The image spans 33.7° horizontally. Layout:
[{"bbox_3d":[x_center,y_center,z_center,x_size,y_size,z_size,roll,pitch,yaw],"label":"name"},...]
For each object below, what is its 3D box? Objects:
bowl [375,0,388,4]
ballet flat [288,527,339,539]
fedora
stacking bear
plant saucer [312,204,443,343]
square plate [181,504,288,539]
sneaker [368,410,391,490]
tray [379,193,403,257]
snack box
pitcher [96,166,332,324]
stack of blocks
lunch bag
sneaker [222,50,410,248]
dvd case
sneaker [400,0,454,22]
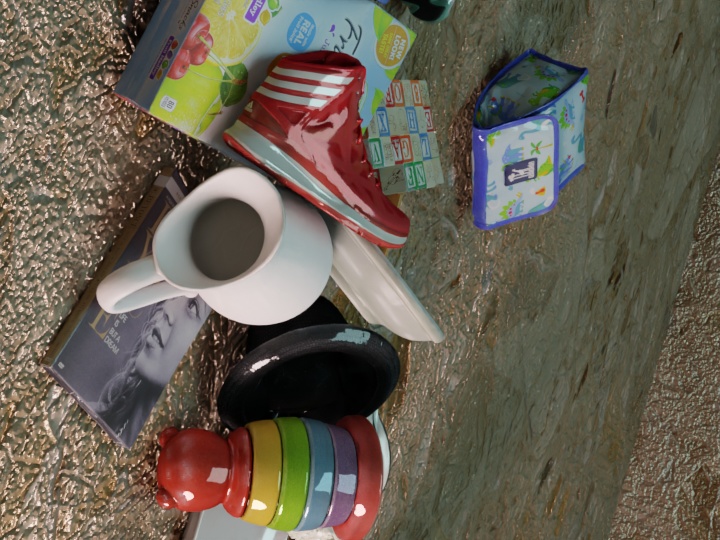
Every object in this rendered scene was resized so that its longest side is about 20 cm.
[{"bbox_3d":[-0.047,-0.277,0.931,0.039,0.201,0.201,-54,156,10],"label":"bowl"},{"bbox_3d":[-0.035,0.293,1.338,0.200,0.072,0.072,56,53,-72],"label":"ballet flat"},{"bbox_3d":[-0.057,0.087,1.166,0.201,0.200,0.092,60,11,-55],"label":"fedora"},{"bbox_3d":[-0.090,0.188,1.102,0.114,0.200,0.122,146,-53,-67],"label":"stacking bear"},{"bbox_3d":[0.000,0.000,1.122,0.050,0.200,0.200,-39,148,-1],"label":"plant saucer"},{"bbox_3d":[-0.133,0.280,1.218,0.198,0.028,0.200,33,73,-63],"label":"square plate"},{"bbox_3d":[-0.026,0.183,1.353,0.115,0.076,0.201,-14,108,-51],"label":"sneaker"},{"bbox_3d":[-0.019,-0.059,1.266,0.200,0.037,0.099,16,89,-63],"label":"tray"},{"bbox_3d":[-0.072,-0.169,0.962,0.200,0.068,0.169,25,95,-45],"label":"snack box"},{"bbox_3d":[-0.115,-0.007,0.985,0.121,0.171,0.200,66,8,9],"label":"pitcher"},{"bbox_3d":[0.019,-0.134,1.215,0.200,0.059,0.115,-19,101,-67],"label":"stack of blocks"},{"bbox_3d":[0.215,-0.170,1.591,0.200,0.127,0.170,-40,140,-32],"label":"lunch bag"},{"bbox_3d":[-0.005,-0.101,0.952,0.200,0.078,0.116,30,94,-45],"label":"sneaker"},{"bbox_3d":[-0.181,0.034,1.011,0.200,0.016,0.149,-63,151,-25],"label":"dvd case"},{"bbox_3d":[0.090,-0.379,1.275,0.140,0.078,0.200,-51,145,-40],"label":"sneaker"}]
